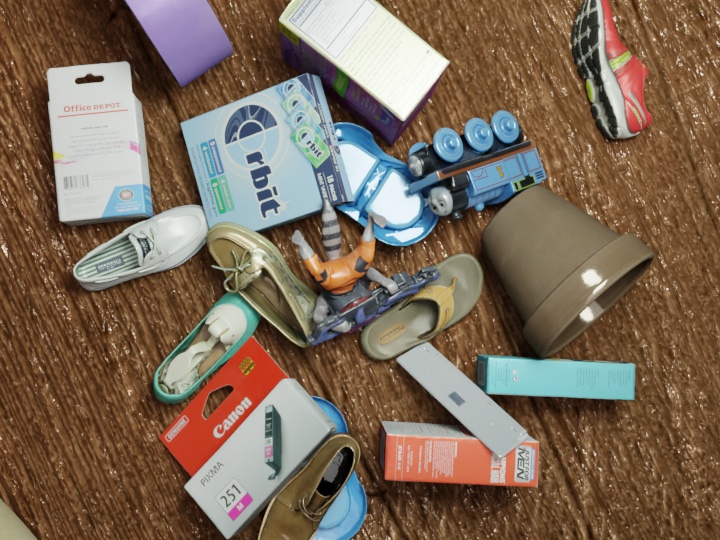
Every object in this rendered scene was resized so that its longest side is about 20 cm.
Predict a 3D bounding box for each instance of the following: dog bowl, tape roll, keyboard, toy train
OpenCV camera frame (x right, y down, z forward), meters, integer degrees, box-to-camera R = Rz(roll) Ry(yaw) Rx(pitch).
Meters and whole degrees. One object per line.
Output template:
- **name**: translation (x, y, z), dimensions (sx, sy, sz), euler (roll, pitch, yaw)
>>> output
- **dog bowl**: translation (-0.060, 0.266, 1.258), dimensions (0.110, 0.050, 0.202), euler (-16, 89, -3)
- **tape roll**: translation (-0.251, -0.342, 1.194), dimensions (0.085, 0.200, 0.201), euler (-33, 90, -4)
- **keyboard**: translation (0.132, 0.166, 1.229), dimensions (0.056, 0.011, 0.200), euler (-31, 54, -26)
- **dog bowl**: translation (0.015, -0.114, 1.268), dimensions (0.199, 0.050, 0.112), euler (34, 86, -1)
- **toy train**: translation (0.151, -0.137, 1.235), dimensions (0.199, 0.086, 0.115), euler (-21, 89, -34)

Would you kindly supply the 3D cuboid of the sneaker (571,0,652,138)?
- **sneaker**: translation (0.353, -0.284, 1.297), dimensions (0.084, 0.077, 0.202), euler (-16, 96, -15)

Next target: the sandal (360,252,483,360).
- **sandal**: translation (0.087, 0.054, 1.270), dimensions (0.199, 0.054, 0.081), euler (-35, 90, -4)

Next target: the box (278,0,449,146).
- **box**: translation (0.000, -0.274, 1.216), dimensions (0.200, 0.176, 0.097), euler (39, 86, -1)

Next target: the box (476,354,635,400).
- **box**: translation (0.261, 0.144, 1.263), dimensions (0.198, 0.082, 0.050), euler (3, 87, -3)

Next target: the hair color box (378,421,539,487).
- **hair color box**: translation (0.127, 0.242, 1.238), dimensions (0.198, 0.111, 0.065), euler (2, 89, -2)

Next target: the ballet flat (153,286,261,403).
- **ballet flat**: translation (-0.201, 0.099, 1.245), dimensions (0.067, 0.070, 0.200), euler (41, 86, 2)

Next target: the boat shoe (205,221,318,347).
- **boat shoe**: translation (-0.126, 0.017, 1.230), dimensions (0.200, 0.063, 0.073), euler (41, 124, -12)

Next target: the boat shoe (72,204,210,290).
- **boat shoe**: translation (-0.287, -0.026, 1.247), dimensions (0.199, 0.067, 0.074), euler (-30, 90, -4)

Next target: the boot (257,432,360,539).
- **boot**: translation (-0.070, 0.299, 1.195), dimensions (0.073, 0.075, 0.201), euler (34, 88, -3)

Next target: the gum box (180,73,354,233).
- **gum box**: translation (-0.124, -0.144, 1.234), dimensions (0.198, 0.044, 0.172), euler (-17, 88, 22)

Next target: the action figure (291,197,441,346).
- **action figure**: translation (0.000, 0.000, 1.215), dimensions (0.198, 0.195, 0.105), euler (-23, 49, -17)

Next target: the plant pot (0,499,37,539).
- **plant pot**: translation (-0.518, 0.342, 1.180), dimensions (0.199, 0.187, 0.188), euler (35, 86, -15)

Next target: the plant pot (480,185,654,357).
- **plant pot**: translation (0.256, -0.014, 1.231), dimensions (0.200, 0.200, 0.175), euler (-39, 72, -4)

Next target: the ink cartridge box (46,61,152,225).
- **ink cartridge box**: translation (-0.347, -0.167, 1.248), dimensions (0.114, 0.068, 0.202), euler (-6, 89, -3)

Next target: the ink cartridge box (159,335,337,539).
- **ink cartridge box**: translation (-0.156, 0.214, 1.219), dimensions (0.174, 0.044, 0.200), euler (45, 97, 15)
